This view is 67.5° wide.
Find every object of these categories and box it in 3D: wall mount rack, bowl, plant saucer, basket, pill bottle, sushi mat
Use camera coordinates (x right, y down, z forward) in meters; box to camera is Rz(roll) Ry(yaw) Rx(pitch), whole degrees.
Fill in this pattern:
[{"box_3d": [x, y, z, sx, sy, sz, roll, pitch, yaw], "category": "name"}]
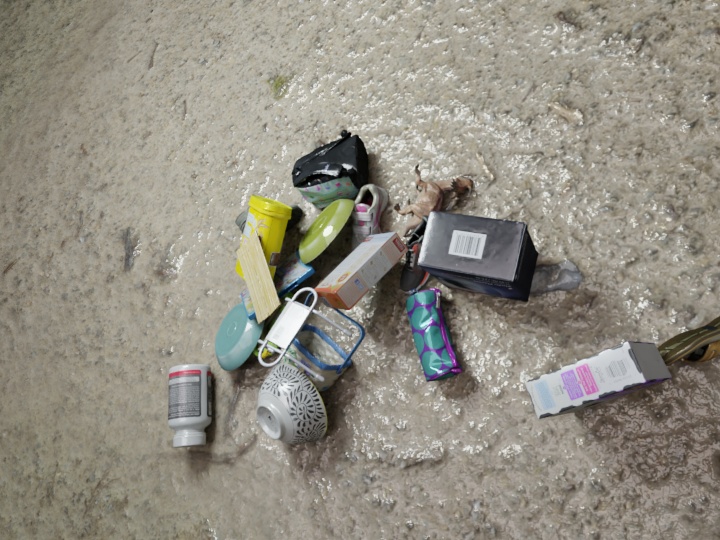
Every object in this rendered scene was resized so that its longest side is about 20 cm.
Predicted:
[{"box_3d": [-0.126, 0.146, 1.190, 0.172, 0.075, 0.201, 21, 69, 31], "category": "wall mount rack"}, {"box_3d": [-0.178, 0.326, 1.242, 0.199, 0.094, 0.204, 21, 123, 37], "category": "bowl"}, {"box_3d": [-0.323, 0.159, 1.402, 0.199, 0.036, 0.202, -31, 42, 33], "category": "plant saucer"}, {"box_3d": [-0.094, 0.177, 1.274, 0.176, 0.139, 0.202, 34, 101, 29], "category": "basket"}, {"box_3d": [-0.447, 0.355, 1.414, 0.109, 0.111, 0.203, -13, 70, 22], "category": "pill bottle"}, {"box_3d": [-0.242, 0.017, 1.273, 0.095, 0.012, 0.202, -37, 65, 35], "category": "sushi mat"}, {"box_3d": [-0.093, -0.106, 1.341, 0.200, 0.031, 0.201, -44, 20, 21], "category": "plant saucer"}]

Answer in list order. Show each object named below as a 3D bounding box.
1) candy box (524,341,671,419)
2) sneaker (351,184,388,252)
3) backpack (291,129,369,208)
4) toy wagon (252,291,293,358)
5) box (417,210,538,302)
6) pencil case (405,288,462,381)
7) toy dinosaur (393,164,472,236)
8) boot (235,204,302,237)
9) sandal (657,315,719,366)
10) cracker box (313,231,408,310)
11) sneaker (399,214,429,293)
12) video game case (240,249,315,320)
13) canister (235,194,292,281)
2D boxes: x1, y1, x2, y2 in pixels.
[{"box_3d": [0.426, 0.198, 0.969, 0.199, 0.166, 0.072, -34, 62, 34], "category": "candy box"}, {"box_3d": [0.010, -0.125, 1.335, 0.080, 0.088, 0.203, 2, 77, 26], "category": "sneaker"}, {"box_3d": [-0.078, -0.247, 1.388, 0.198, 0.127, 0.169, -18, 46, 22], "category": "backpack"}, {"box_3d": [-0.216, 0.146, 1.337, 0.156, 0.039, 0.201, -52, 24, 25], "category": "toy wagon"}, {"box_3d": [0.252, -0.025, 1.126, 0.197, 0.198, 0.125, 11, 81, 28], "category": "box"}, {"box_3d": [0.161, 0.140, 1.190, 0.092, 0.084, 0.203, -35, 61, 45], "category": "pencil case"}, {"box_3d": [0.167, -0.157, 1.275, 0.135, 0.086, 0.202, 33, 97, 22], "category": "toy dinosaur"}, {"box_3d": [-0.262, -0.153, 1.493, 0.199, 0.068, 0.132, -34, 58, 13], "category": "boot"}, {"box_3d": [0.629, 0.133, 0.978, 0.198, 0.080, 0.055, -30, 86, 11], "category": "sandal"}, {"box_3d": [0.000, 0.000, 1.218, 0.200, 0.058, 0.134, -45, 17, -18], "category": "cracker box"}, {"box_3d": [0.125, -0.043, 1.238, 0.077, 0.081, 0.202, 39, 113, 46], "category": "sneaker"}, {"box_3d": [-0.215, 0.032, 1.375, 0.199, 0.018, 0.143, -37, 28, -3], "category": "video game case"}, {"box_3d": [-0.249, -0.077, 1.364, 0.148, 0.086, 0.203, 31, 108, 58], "category": "canister"}]
